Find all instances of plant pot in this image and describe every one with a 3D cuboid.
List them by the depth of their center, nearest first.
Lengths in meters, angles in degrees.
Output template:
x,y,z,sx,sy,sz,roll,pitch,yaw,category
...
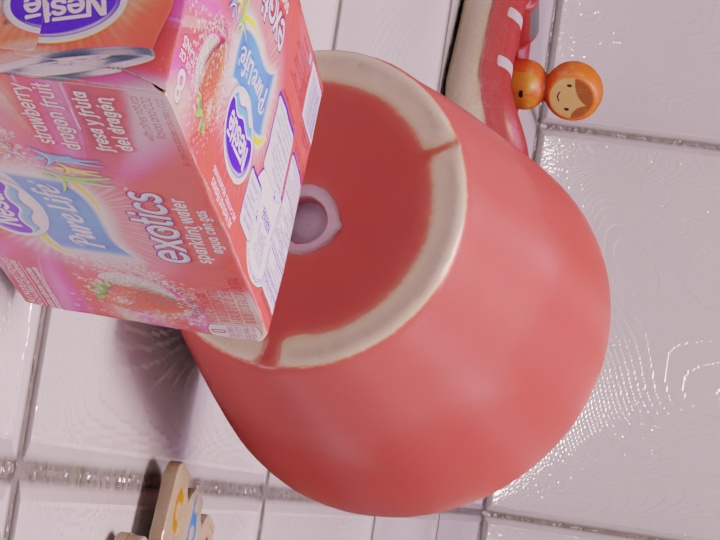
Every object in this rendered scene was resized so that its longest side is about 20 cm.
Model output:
x,y,z,sx,sy,sz,roll,pitch,yaw,category
0.000,0.000,0.988,0.177,0.200,0.201,47,51,-66,plant pot

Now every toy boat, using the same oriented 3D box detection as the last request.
x,y,z,sx,sy,sz,roll,pitch,yaw,category
0.145,-0.158,1.893,0.131,0.130,0.201,83,17,-57,toy boat

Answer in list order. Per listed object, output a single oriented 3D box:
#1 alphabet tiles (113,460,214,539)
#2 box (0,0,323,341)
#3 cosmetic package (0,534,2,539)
x,y,z,sx,sy,sz,roll,pitch,yaw,category
-0.101,0.195,1.017,0.200,0.015,0.196,77,23,-66,alphabet tiles
-0.077,-0.061,0.694,0.200,0.094,0.103,73,26,-69,box
-0.134,0.114,0.559,0.200,0.074,0.102,90,12,-48,cosmetic package
